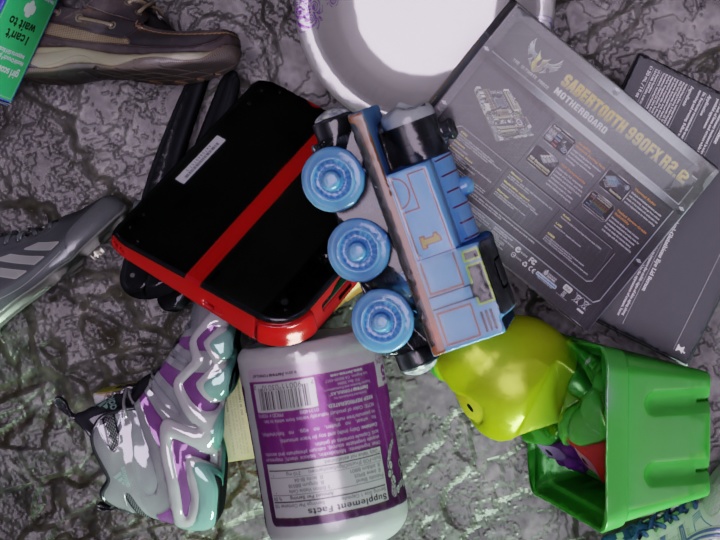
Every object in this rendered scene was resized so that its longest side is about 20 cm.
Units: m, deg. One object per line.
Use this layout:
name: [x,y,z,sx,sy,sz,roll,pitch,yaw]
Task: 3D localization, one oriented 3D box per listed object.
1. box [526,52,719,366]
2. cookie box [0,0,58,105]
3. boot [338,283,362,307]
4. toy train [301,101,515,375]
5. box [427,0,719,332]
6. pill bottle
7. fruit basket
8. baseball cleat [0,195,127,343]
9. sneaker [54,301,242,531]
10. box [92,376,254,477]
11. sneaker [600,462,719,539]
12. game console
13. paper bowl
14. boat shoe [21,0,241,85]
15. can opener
box: [0.235,-0.047,1.564,0.140,0.079,0.201,26,94,6]
cookie box: [-0.309,-0.256,1.563,0.170,0.075,0.201,27,94,24]
boot: [-0.001,0.000,1.582,0.201,0.071,0.144,37,89,12]
toy train: [0.034,-0.029,1.434,0.113,0.087,0.202,-19,94,11]
box: [0.140,-0.078,1.490,0.199,0.048,0.159,38,98,-6]
pill bottle: [-0.024,0.149,1.523,0.111,0.112,0.202,-9,93,4]
fruit basket: [0.145,0.106,1.514,0.213,0.216,0.157,0,93,4]
baseball cleat: [-0.284,-0.014,1.602,0.200,0.070,0.107,-39,90,4]
sneaker: [-0.167,0.096,1.546,0.139,0.078,0.202,7,91,3]
box: [-0.110,0.116,1.607,0.198,0.050,0.076,-10,93,3]
sneaker: [0.237,0.222,1.578,0.088,0.075,0.201,33,94,2]
game console: [-0.065,-0.046,1.527,0.176,0.031,0.200,28,59,23]
paper bowl: [0.051,-0.206,1.555,0.199,0.104,0.203,0,92,4]
boat shoe: [-0.190,-0.187,1.576,0.198,0.074,0.074,1,85,14]
can opener: [-0.145,-0.069,1.595,0.063,0.079,0.202,11,84,6]
